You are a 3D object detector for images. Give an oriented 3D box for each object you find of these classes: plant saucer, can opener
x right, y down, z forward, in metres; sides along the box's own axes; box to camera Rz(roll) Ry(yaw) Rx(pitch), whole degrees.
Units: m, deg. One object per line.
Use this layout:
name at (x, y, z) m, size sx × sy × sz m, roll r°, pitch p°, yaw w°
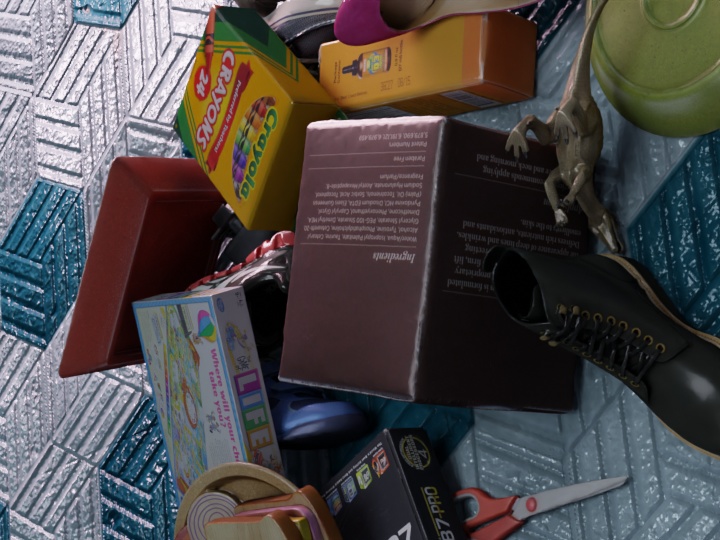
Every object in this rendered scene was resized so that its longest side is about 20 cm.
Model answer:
plant saucer at (0.232, -0.197, 1.198) m, size 0.199 × 0.031 × 0.202 m, roll -10°, pitch 76°, yaw 47°
can opener at (-0.065, -0.082, 1.501) m, size 0.067 × 0.053 × 0.200 m, roll 47°, pitch 122°, yaw 5°
plant saucer at (-0.183, -0.001, 1.512) m, size 0.036 × 0.199 × 0.202 m, roll 20°, pitch 100°, yaw 21°

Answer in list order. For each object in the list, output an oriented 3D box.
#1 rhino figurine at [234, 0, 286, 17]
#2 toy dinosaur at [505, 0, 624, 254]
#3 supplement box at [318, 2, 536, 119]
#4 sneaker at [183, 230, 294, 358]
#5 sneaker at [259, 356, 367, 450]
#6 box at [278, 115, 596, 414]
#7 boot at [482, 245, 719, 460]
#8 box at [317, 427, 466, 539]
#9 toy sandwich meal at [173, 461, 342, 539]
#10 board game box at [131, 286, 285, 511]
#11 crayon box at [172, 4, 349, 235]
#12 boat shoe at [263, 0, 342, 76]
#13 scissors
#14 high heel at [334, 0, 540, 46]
rhino figurine at (-0.041, -0.279, 1.468) m, size 0.199 × 0.087 × 0.060 m, roll -26°, pitch 65°, yaw 42°
toy dinosaur at (0.152, -0.105, 1.193) m, size 0.058 × 0.101 × 0.202 m, roll 7°, pitch 109°, yaw 34°
supplement box at (0.050, -0.163, 1.366) m, size 0.199 × 0.068 × 0.067 m, roll -5°, pitch 78°, yaw 45°
sneaker at (-0.108, 0.040, 1.455) m, size 0.200 × 0.071 × 0.098 m, roll -31°, pitch 24°, yaw 26°
sneaker at (-0.073, 0.114, 1.446) m, size 0.199 × 0.074 × 0.083 m, roll -3°, pitch 79°, yaw 46°
box at (0.058, -0.003, 1.251) m, size 0.163 × 0.165 × 0.202 m, roll 4°, pitch 86°, yaw 50°
boot at (0.177, 0.058, 1.133) m, size 0.200 × 0.137 × 0.078 m, roll 45°, pitch 116°, yaw 41°
box at (0.008, 0.245, 1.343) m, size 0.200 × 0.049 × 0.162 m, roll -45°, pitch 55°, yaw 39°
toy sandwich meal at (-0.088, 0.249, 1.331) m, size 0.204 × 0.070 × 0.208 m, roll 10°, pitch 108°, yaw 35°
board game box at (-0.127, 0.118, 1.415) m, size 0.134 × 0.034 × 0.202 m, roll -5°, pitch 99°, yaw 53°
crayon box at (-0.086, -0.123, 1.420) m, size 0.200 × 0.050 × 0.128 m, roll 50°, pitch 128°, yaw 43°
boat shoe at (-0.056, -0.184, 1.489) m, size 0.199 × 0.074 × 0.094 m, roll -14°, pitch 79°, yaw 54°
scissors at (0.120, 0.175, 1.265) m, size 0.200 × 0.014 × 0.074 m, roll -42°, pitch 52°, yaw 37°
high heel at (0.061, -0.202, 1.269) m, size 0.199 × 0.067 × 0.097 m, roll -24°, pitch 49°, yaw 25°
